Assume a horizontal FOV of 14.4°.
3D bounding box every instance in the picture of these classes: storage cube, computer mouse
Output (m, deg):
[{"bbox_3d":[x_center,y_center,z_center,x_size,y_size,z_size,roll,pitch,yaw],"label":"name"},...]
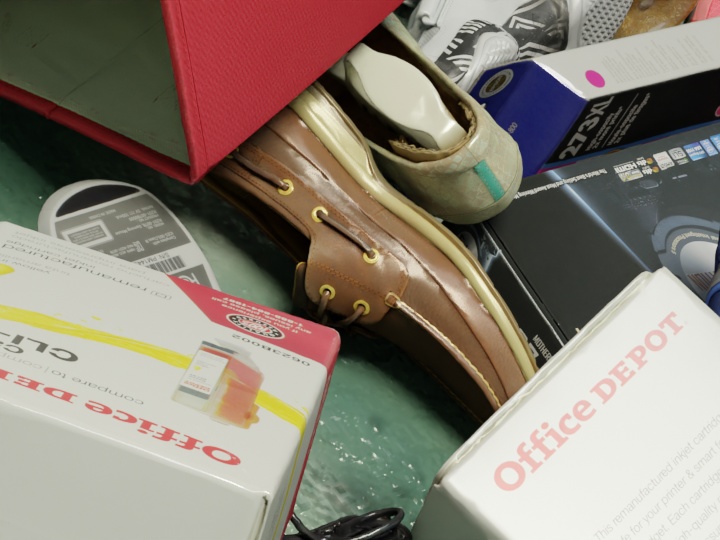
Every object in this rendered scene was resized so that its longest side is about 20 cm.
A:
[{"bbox_3d":[-0.086,-0.178,1.200,0.170,0.201,0.180,25,51,31],"label":"storage cube"},{"bbox_3d":[-0.070,0.051,1.164,0.109,0.044,0.201,-18,67,-38],"label":"computer mouse"}]

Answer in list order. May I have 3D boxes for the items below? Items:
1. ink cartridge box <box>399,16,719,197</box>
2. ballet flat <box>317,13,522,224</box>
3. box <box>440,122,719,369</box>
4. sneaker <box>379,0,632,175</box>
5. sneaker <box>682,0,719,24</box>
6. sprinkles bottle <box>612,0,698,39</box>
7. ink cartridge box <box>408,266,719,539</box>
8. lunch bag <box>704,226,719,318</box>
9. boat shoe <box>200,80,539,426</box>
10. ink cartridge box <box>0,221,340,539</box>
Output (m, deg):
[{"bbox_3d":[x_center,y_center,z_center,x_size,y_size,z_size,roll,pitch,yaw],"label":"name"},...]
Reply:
[{"bbox_3d":[0.113,-0.070,1.365,0.199,0.095,0.037,-13,58,-42],"label":"ink cartridge box"},{"bbox_3d":[-0.002,-0.094,1.282,0.068,0.062,0.200,-48,57,-8],"label":"ballet flat"},{"bbox_3d":[0.144,0.021,1.327,0.199,0.044,0.161,-16,65,-43],"label":"box"},{"bbox_3d":[0.039,-0.122,1.390,0.115,0.075,0.200,35,49,22],"label":"sneaker"},{"bbox_3d":[0.224,-0.085,1.463,0.073,0.087,0.201,13,44,-25],"label":"sneaker"},{"bbox_3d":[0.111,-0.212,1.529,0.068,0.068,0.201,-3,53,-36],"label":"sprinkles bottle"},{"bbox_3d":[0.139,0.121,1.162,0.200,0.088,0.145,44,65,10],"label":"ink cartridge box"},{"bbox_3d":[0.238,0.015,1.224,0.136,0.199,0.133,56,36,-45],"label":"lunch bag"},{"bbox_3d":[0.000,0.000,1.250,0.067,0.072,0.200,-39,81,-18],"label":"boat shoe"},{"bbox_3d":[-0.094,0.062,1.006,0.144,0.084,0.200,19,15,1],"label":"ink cartridge box"}]
